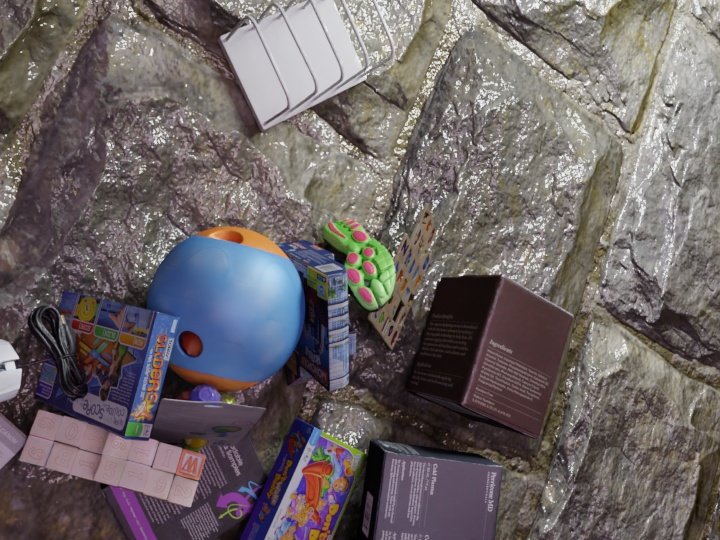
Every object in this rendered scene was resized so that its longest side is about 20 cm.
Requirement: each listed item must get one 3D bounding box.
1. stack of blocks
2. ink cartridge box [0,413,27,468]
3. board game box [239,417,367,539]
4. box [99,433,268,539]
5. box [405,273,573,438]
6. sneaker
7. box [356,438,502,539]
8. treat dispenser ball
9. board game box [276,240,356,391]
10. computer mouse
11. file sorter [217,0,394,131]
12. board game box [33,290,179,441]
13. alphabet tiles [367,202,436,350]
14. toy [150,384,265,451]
[{"bbox_3d":[-0.291,0.225,0.798,0.196,0.115,0.060,21,67,-13],"label":"stack of blocks"},{"bbox_3d":[-0.501,0.183,0.730,0.176,0.083,0.201,-47,110,-23],"label":"ink cartridge box"},{"bbox_3d":[-0.081,0.330,0.951,0.134,0.044,0.204,38,71,-44],"label":"board game box"},{"bbox_3d":[-0.226,0.297,0.903,0.197,0.036,0.146,-28,101,-25],"label":"box"},{"bbox_3d":[0.202,0.132,1.063,0.162,0.165,0.204,26,78,-24],"label":"box"},{"bbox_3d":[0.000,0.000,0.950,0.075,0.201,0.085,-13,124,-10],"label":"sneaker"},{"bbox_3d":[0.094,0.363,0.966,0.177,0.104,0.206,10,83,-10],"label":"box"},{"bbox_3d":[-0.167,0.048,0.847,0.196,0.200,0.207,1,88,-28],"label":"treat dispenser ball"},{"bbox_3d":[-0.061,0.079,0.932,0.060,0.199,0.205,-9,107,-26],"label":"board game box"},{"bbox_3d":[-0.400,0.111,0.707,0.196,0.044,0.112,-17,80,-26],"label":"computer mouse"},{"bbox_3d":[-0.072,-0.314,0.950,0.198,0.124,0.141,-32,103,-24],"label":"file sorter"},{"bbox_3d":[-0.299,0.104,0.779,0.034,0.196,0.139,23,78,-51],"label":"board game box"},{"bbox_3d":[0.070,0.007,1.020,0.204,0.007,0.168,-66,159,-14],"label":"alphabet tiles"},{"bbox_3d":[-0.189,0.171,0.810,0.112,0.201,0.048,8,59,-18],"label":"toy"}]
